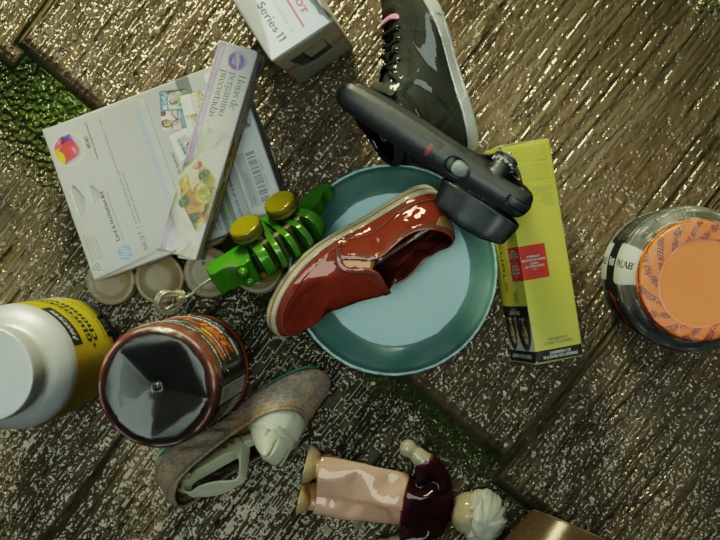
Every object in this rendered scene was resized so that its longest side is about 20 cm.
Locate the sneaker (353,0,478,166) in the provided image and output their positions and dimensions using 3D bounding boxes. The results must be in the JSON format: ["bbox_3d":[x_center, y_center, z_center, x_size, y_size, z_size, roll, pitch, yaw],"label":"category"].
[{"bbox_3d":[0.032,-0.189,1.142,0.099,0.071,0.201,-21,93,-20],"label":"sneaker"}]

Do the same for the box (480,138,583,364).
[{"bbox_3d":[0.157,-0.017,1.142,0.050,0.075,0.201,-8,91,-12],"label":"box"}]

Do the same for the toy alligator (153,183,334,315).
[{"bbox_3d":[-0.096,-0.011,1.120,0.200,0.054,0.059,-36,128,-13],"label":"toy alligator"}]

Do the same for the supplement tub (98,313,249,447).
[{"bbox_3d":[-0.161,0.094,1.117,0.106,0.200,0.108,0,92,5],"label":"supplement tub"}]

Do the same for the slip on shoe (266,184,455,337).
[{"bbox_3d":[0.000,0.000,1.123,0.199,0.074,0.061,-34,54,2],"label":"slip on shoe"}]

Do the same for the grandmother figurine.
[{"bbox_3d":[0.043,0.216,1.174,0.199,0.061,0.122,13,120,3],"label":"grandmother figurine"}]

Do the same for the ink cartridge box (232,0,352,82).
[{"bbox_3d":[-0.073,-0.244,1.100,0.067,0.200,0.117,-32,88,6],"label":"ink cartridge box"}]

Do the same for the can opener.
[{"bbox_3d":[0.064,-0.103,1.076,0.200,0.063,0.079,36,96,0],"label":"can opener"}]

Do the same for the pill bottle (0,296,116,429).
[{"bbox_3d":[-0.302,0.084,1.131,0.111,0.200,0.113,0,92,6],"label":"pill bottle"}]

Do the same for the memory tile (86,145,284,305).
[{"bbox_3d":[-0.175,-0.045,1.208,0.199,0.017,0.154,-4,91,5],"label":"memory tile"}]

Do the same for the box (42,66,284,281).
[{"bbox_3d":[-0.184,-0.095,1.179,0.199,0.041,0.157,-20,89,5],"label":"box"}]

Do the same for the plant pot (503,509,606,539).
[{"bbox_3d":[0.159,0.328,1.116,0.186,0.187,0.201,23,79,5],"label":"plant pot"}]

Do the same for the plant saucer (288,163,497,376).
[{"bbox_3d":[0.032,-0.001,1.178,0.199,0.036,0.201,0,92,6],"label":"plant saucer"}]

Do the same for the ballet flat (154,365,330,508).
[{"bbox_3d":[-0.107,0.168,1.176,0.199,0.068,0.067,-34,44,12],"label":"ballet flat"}]

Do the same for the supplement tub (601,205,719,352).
[{"bbox_3d":[0.278,0.006,1.070,0.122,0.200,0.123,0,91,6],"label":"supplement tub"}]

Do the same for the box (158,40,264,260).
[{"bbox_3d":[-0.137,-0.108,1.134,0.038,0.041,0.201,17,93,3],"label":"box"}]
